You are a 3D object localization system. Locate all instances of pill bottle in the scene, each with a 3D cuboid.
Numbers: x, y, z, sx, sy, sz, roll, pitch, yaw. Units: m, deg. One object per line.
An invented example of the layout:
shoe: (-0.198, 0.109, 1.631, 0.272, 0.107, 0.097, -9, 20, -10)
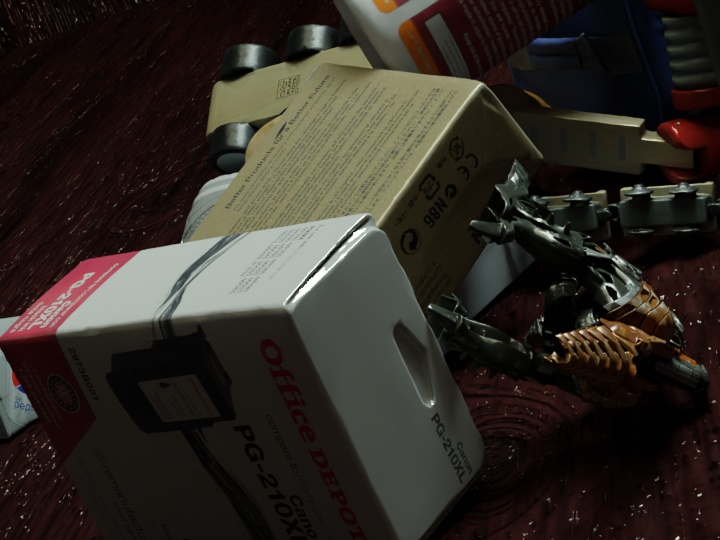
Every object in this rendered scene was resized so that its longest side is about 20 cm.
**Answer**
pill bottle: (0.085, -0.194, 1.352, 0.199, 0.113, 0.113, -32, 15, -1)

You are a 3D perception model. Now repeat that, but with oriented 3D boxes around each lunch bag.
lunch bag: (0.180, -0.163, 1.480, 0.132, 0.137, 0.200, -27, 17, -21)

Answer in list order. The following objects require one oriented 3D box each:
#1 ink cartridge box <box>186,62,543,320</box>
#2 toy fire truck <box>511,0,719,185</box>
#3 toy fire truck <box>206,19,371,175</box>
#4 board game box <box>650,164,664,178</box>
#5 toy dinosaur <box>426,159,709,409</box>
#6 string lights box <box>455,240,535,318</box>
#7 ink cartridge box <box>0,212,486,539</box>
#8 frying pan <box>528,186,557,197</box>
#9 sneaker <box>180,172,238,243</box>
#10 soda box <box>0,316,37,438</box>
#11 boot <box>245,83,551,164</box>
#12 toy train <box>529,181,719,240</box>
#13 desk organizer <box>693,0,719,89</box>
ink cartridge box: (-0.013, -0.020, 1.278, 0.164, 0.075, 0.201, 13, 63, 54)
toy fire truck: (0.197, -0.131, 1.331, 0.199, 0.177, 0.129, -17, 14, -15)
toy fire truck: (0.001, -0.117, 1.731, 0.175, 0.200, 0.130, -13, 58, 32)
board game box: (0.294, -0.123, 1.503, 0.199, 0.028, 0.135, -17, 15, 15)
toy dinosaur: (0.109, 0.021, 1.054, 0.103, 0.135, 0.200, -60, -8, -11)
string lights box: (0.000, 0.000, 1.394, 0.199, 0.059, 0.103, -7, 23, 43)
ink cartridge box: (-0.059, 0.064, 1.072, 0.199, 0.145, 0.084, -8, 27, 40)
frying pan: (0.083, -0.038, 1.494, 0.114, 0.031, 0.190, -20, 18, 1)
sneaker: (-0.050, -0.037, 1.617, 0.199, 0.075, 0.082, -16, 30, 37)
soda box: (-0.298, 0.080, 1.507, 0.199, 0.064, 0.068, -8, 18, 38)
boot: (0.034, -0.075, 1.458, 0.200, 0.071, 0.144, -11, -11, 9)
toy train: (0.180, -0.037, 1.308, 0.199, 0.034, 0.046, -5, 7, 25)
desk organizer: (0.245, -0.111, 1.193, 0.077, 0.201, 0.071, -29, 17, -38)
